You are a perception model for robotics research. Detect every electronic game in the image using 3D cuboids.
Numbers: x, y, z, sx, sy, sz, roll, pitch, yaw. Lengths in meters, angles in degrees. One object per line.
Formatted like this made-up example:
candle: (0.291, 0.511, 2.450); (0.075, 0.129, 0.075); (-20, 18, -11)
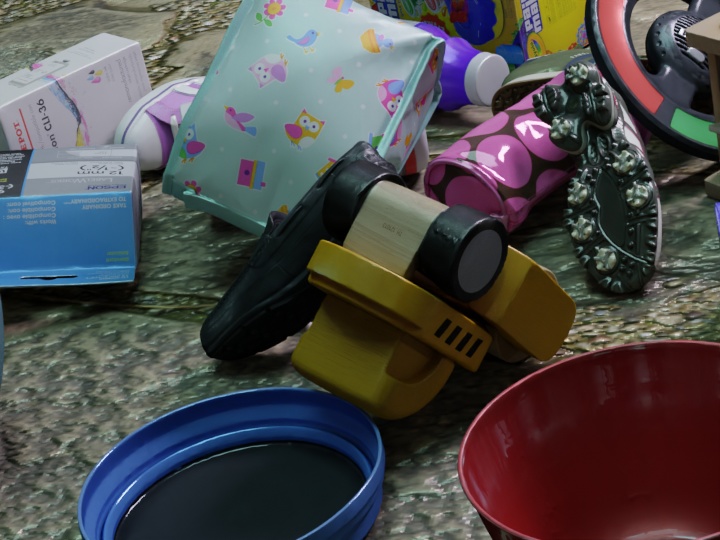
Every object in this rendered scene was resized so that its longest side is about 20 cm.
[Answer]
electronic game: (0.269, -0.177, 1.516); (0.200, 0.200, 0.042); (-37, -5, -39)

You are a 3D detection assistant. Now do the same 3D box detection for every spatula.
spatula: (-0.268, -0.008, 1.584); (0.056, 0.021, 0.199); (-25, 29, -35)

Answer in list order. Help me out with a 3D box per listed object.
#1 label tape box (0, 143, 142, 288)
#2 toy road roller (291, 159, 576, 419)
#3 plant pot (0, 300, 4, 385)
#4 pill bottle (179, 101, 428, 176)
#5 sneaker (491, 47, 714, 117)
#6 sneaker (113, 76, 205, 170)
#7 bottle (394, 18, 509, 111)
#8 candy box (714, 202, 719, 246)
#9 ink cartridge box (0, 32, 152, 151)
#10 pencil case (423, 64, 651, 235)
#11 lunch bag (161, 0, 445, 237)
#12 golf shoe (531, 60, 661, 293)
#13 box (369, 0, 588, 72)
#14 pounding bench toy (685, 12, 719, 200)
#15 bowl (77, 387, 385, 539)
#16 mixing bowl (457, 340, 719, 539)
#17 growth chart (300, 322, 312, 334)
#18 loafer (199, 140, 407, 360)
label tape box: (-0.258, -0.047, 1.564); (0.142, 0.067, 0.200); (-3, 19, -4)
toy road roller: (0.039, 0.030, 1.247); (0.122, 0.200, 0.147); (26, 86, 36)
plant pot: (-0.334, 0.086, 1.303); (0.198, 0.136, 0.201); (-10, 27, 5)
pill bottle: (-0.048, -0.120, 1.596); (0.198, 0.117, 0.116); (-13, 26, -1)
sneaker: (0.217, -0.165, 1.617); (0.198, 0.068, 0.090); (-3, 27, 18)
sneaker: (-0.123, -0.137, 1.718); (0.199, 0.073, 0.114); (-26, 32, -24)
bottle: (0.049, -0.187, 1.718); (0.065, 0.084, 0.199); (-32, 31, -35)
candy box: (0.341, 0.007, 1.217); (0.198, 0.078, 0.169); (-9, 26, 10)
ink cartridge box: (-0.286, -0.125, 1.716); (0.199, 0.117, 0.067); (-30, 31, -29)
pencil case: (0.144, -0.093, 1.499); (0.094, 0.091, 0.200); (42, 54, 18)
lunch bag: (-0.045, -0.113, 1.474); (0.169, 0.122, 0.201); (24, 74, 8)
golf shoe: (0.196, -0.066, 1.402); (0.077, 0.088, 0.201); (-30, 52, 28)
box: (0.107, -0.303, 1.787); (0.192, 0.202, 0.122); (13, 37, 43)
pounding bench toy: (0.367, -0.152, 1.423); (0.199, 0.157, 0.124); (-27, 29, -26)
bowl: (-0.079, 0.144, 1.183); (0.199, 0.040, 0.201); (-11, 27, 5)
mixing bowl: (0.158, 0.135, 1.015); (0.198, 0.109, 0.201); (-10, 27, 5)
growth chart: (0.000, 0.000, 1.453); (0.143, 0.018, 0.200); (-14, 26, 1)
loafer: (-0.046, -0.011, 1.348); (0.200, 0.068, 0.071); (-43, 61, 22)
